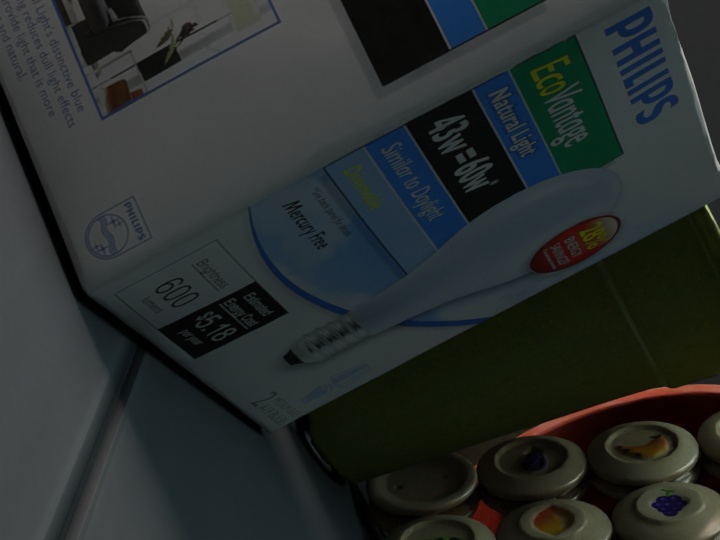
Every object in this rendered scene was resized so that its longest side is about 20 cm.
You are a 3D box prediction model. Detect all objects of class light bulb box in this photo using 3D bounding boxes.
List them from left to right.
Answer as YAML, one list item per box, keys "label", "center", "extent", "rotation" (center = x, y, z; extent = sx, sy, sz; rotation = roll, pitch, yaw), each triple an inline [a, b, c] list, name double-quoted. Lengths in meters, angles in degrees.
- label: "light bulb box"
  center: [0.005, -0.061, 0.754]
  extent: [0.125, 0.199, 0.198]
  rotation: [65, 7, 22]

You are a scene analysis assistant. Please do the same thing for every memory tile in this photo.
- label: "memory tile"
  center: [0.105, 0.107, 0.915]
  extent: [0.153, 0.199, 0.017]
  rotation: [-102, -177, -64]

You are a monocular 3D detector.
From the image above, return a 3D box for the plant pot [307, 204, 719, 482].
- label: "plant pot"
  center: [0.051, -0.003, 0.936]
  extent: [0.201, 0.189, 0.200]
  rotation: [61, 6, -10]

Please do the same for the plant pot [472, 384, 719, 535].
- label: "plant pot"
  center: [0.149, 0.190, 1.013]
  extent: [0.201, 0.200, 0.196]
  rotation: [-104, 173, -66]

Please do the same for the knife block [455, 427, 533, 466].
- label: "knife block"
  center: [0.124, 0.188, 1.311]
  extent: [0.200, 0.064, 0.176]
  rotation: [61, 6, -15]
